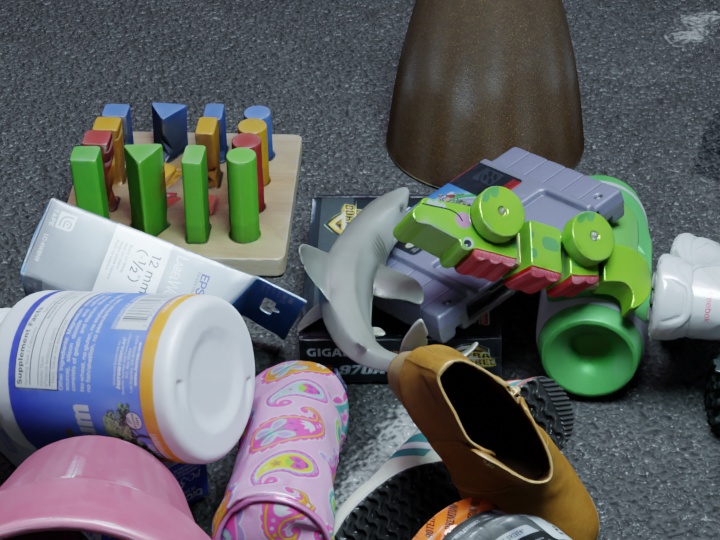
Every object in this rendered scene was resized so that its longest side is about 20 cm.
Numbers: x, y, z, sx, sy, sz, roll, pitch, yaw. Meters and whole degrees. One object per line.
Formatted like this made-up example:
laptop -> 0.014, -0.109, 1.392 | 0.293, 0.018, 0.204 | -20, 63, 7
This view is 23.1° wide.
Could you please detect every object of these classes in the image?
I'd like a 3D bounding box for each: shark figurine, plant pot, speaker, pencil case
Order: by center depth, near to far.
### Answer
plant pot -> -0.169, 0.196, 1.070 | 0.198, 0.202, 0.179 | -3, 20, -3
pencil case -> -0.049, 0.137, 1.196 | 0.086, 0.088, 0.200 | 1, 23, 3
shark figurine -> -0.007, 0.017, 1.267 | 0.128, 0.090, 0.215 | -35, 34, 11
speaker -> 0.185, 0.008, 1.395 | 0.087, 0.089, 0.201 | 4, 36, 7
plant pot -> 0.115, -0.203, 1.590 | 0.185, 0.202, 0.188 | 0, 35, 0

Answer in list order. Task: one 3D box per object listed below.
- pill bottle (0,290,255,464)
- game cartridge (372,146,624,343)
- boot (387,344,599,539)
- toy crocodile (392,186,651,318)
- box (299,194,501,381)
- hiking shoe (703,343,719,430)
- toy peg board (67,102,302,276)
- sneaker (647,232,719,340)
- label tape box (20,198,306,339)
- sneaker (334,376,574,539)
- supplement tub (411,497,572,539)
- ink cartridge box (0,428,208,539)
pill bottle -> -0.181, 0.070, 1.199 | 0.198, 0.113, 0.112 | 0, 32, 29
game cartridge -> 0.092, -0.026, 1.377 | 0.199, 0.039, 0.129 | -34, 42, -26
boot -> 0.099, 0.127, 1.128 | 0.071, 0.201, 0.144 | -47, 12, -7
toy crocodile -> 0.118, -0.012, 1.266 | 0.198, 0.067, 0.062 | 13, 63, -25
box -> 0.033, 0.011, 1.425 | 0.157, 0.046, 0.201 | 0, 36, 3
hiking shoe -> 0.301, 0.117, 1.251 | 0.086, 0.075, 0.201 | -1, 36, 1
toy peg board -> -0.157, -0.094, 1.533 | 0.198, 0.099, 0.200 | 2, 36, 3
sneaker -> 0.277, 0.023, 1.350 | 0.098, 0.079, 0.200 | 10, 13, 14
label tape box -> -0.149, 0.025, 1.314 | 0.198, 0.143, 0.067 | 23, 76, -4
sneaker -> 0.056, 0.144, 1.241 | 0.199, 0.071, 0.093 | -36, 10, -18
supplement tub -> 0.115, 0.230, 1.058 | 0.122, 0.124, 0.200 | -25, 43, -30
ink cartridge box -> -0.205, 0.117, 1.286 | 0.093, 0.045, 0.199 | -25, 41, -31
